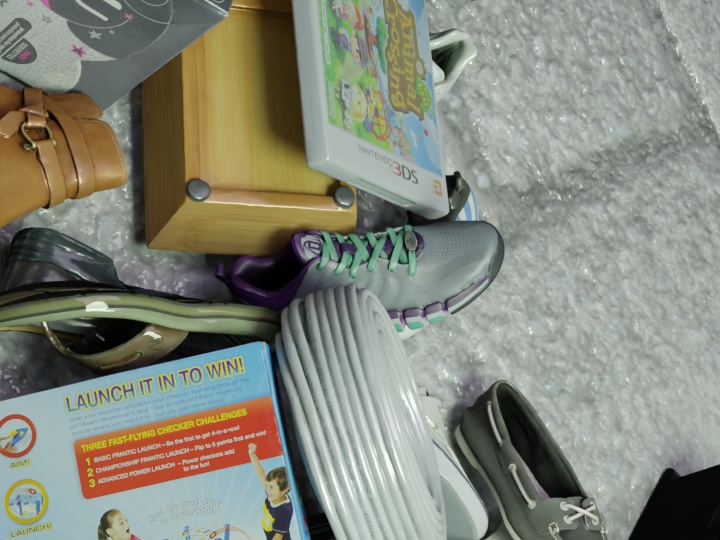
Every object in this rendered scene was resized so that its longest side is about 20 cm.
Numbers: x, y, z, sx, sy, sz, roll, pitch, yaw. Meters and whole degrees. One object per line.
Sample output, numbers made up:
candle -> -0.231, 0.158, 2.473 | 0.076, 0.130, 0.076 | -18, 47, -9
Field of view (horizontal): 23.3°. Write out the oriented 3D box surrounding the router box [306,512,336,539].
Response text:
router box -> -0.059, 0.251, 1.180 | 0.200, 0.062, 0.150 | -7, 76, -40

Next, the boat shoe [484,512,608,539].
boat shoe -> 0.126, 0.243, 1.340 | 0.200, 0.075, 0.093 | -15, 120, -57

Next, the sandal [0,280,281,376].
sandal -> -0.144, 0.041, 1.114 | 0.200, 0.080, 0.058 | 7, 92, -24

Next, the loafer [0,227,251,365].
loafer -> -0.157, 0.046, 1.185 | 0.200, 0.073, 0.072 | 26, 67, -17

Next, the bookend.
bookend -> 0.303, 0.235, 1.387 | 0.092, 0.199, 0.200 | 47, 50, -12

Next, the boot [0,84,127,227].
boot -> -0.223, -0.054, 1.125 | 0.154, 0.074, 0.200 | 0, 53, -31

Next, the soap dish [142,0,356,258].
soap dish -> -0.078, -0.110, 1.272 | 0.157, 0.081, 0.201 | 4, 71, -21

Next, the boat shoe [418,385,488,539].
boat shoe -> 0.036, 0.116, 1.310 | 0.200, 0.071, 0.070 | 48, 53, -5

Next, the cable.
cable -> 0.005, 0.108, 1.142 | 0.200, 0.069, 0.200 | 65, 9, -53

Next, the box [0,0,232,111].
box -> -0.177, -0.206, 1.172 | 0.132, 0.200, 0.115 | 29, 57, -26

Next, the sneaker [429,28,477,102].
sneaker -> 0.019, -0.139, 1.386 | 0.070, 0.080, 0.200 | 53, 51, -12

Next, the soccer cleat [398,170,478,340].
soccer cleat -> 0.056, 0.005, 1.345 | 0.200, 0.070, 0.086 | -64, 142, -48

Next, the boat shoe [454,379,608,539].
boat shoe -> 0.136, 0.161, 1.309 | 0.067, 0.057, 0.200 | 8, 32, -38

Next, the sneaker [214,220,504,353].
sneaker -> 0.000, 0.000, 1.231 | 0.088, 0.200, 0.075 | 56, 19, -50

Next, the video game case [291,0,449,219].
video game case -> 0.007, -0.152, 1.276 | 0.182, 0.022, 0.201 | 20, 61, -58

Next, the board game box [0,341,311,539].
board game box -> -0.133, 0.163, 1.083 | 0.199, 0.056, 0.196 | -12, 78, 2
